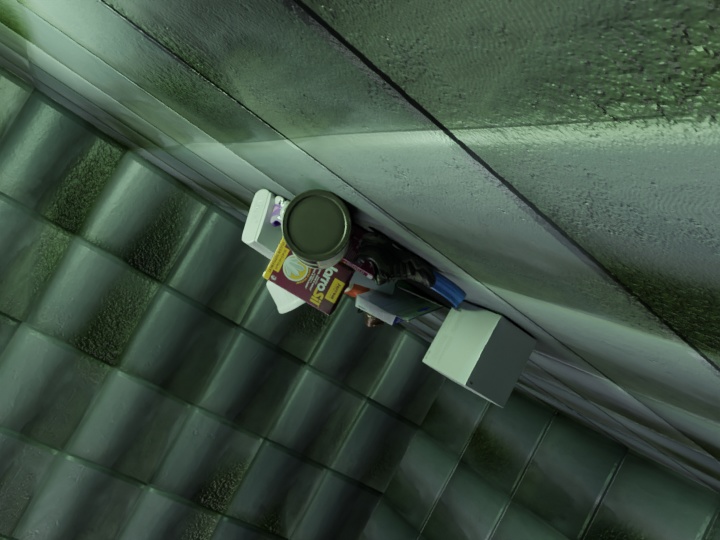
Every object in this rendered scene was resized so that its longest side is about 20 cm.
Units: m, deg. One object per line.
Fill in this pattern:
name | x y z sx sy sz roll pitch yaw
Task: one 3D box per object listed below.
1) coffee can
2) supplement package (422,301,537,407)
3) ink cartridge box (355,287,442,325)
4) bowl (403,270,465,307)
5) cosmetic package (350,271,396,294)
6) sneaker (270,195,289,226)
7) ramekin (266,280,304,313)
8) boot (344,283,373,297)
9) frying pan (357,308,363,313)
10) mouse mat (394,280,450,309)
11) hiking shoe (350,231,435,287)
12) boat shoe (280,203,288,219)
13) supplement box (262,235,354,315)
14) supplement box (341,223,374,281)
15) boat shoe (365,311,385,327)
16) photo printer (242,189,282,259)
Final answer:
coffee can | -0.092 -0.084 1.431 0.145 0.148 0.200 30 175 1
supplement package | 0.300 0.205 1.658 0.146 0.193 0.199 32 175 -27
ink cartridge box | 0.121 0.098 1.838 0.198 0.041 0.199 -15 -151 -42
bowl | 0.166 0.030 1.624 0.199 0.040 0.201 31 175 3
cosmetic package | 0.000 0.000 1.881 0.149 0.052 0.200 15 -169 -24
sneaker | -0.169 -0.124 1.809 0.198 0.089 0.081 28 173 18
ramekin | -0.175 0.028 1.887 0.098 0.199 0.200 57 170 -9
boot | -0.052 0.031 1.943 0.106 0.076 0.199 17 -179 -40
frying pan | 0.035 0.055 1.980 0.115 0.188 0.031 32 140 46
mouse mat | 0.170 0.062 1.761 0.159 0.008 0.200 23 -173 5
hiking shoe | 0.075 -0.002 1.489 0.198 0.102 0.076 31 175 -5
boat shoe | -0.114 -0.117 1.701 0.198 0.072 0.064 24 178 -23
supplement box | -0.128 0.004 1.662 0.198 0.132 0.103 29 -171 3
supplement box | -0.019 -0.058 1.587 0.198 0.086 0.110 31 175 0
boat shoe | 0.094 0.116 1.934 0.198 0.071 0.070 -11 -150 -33
photo printer | -0.247 -0.117 1.906 0.069 0.169 0.200 5 161 31
